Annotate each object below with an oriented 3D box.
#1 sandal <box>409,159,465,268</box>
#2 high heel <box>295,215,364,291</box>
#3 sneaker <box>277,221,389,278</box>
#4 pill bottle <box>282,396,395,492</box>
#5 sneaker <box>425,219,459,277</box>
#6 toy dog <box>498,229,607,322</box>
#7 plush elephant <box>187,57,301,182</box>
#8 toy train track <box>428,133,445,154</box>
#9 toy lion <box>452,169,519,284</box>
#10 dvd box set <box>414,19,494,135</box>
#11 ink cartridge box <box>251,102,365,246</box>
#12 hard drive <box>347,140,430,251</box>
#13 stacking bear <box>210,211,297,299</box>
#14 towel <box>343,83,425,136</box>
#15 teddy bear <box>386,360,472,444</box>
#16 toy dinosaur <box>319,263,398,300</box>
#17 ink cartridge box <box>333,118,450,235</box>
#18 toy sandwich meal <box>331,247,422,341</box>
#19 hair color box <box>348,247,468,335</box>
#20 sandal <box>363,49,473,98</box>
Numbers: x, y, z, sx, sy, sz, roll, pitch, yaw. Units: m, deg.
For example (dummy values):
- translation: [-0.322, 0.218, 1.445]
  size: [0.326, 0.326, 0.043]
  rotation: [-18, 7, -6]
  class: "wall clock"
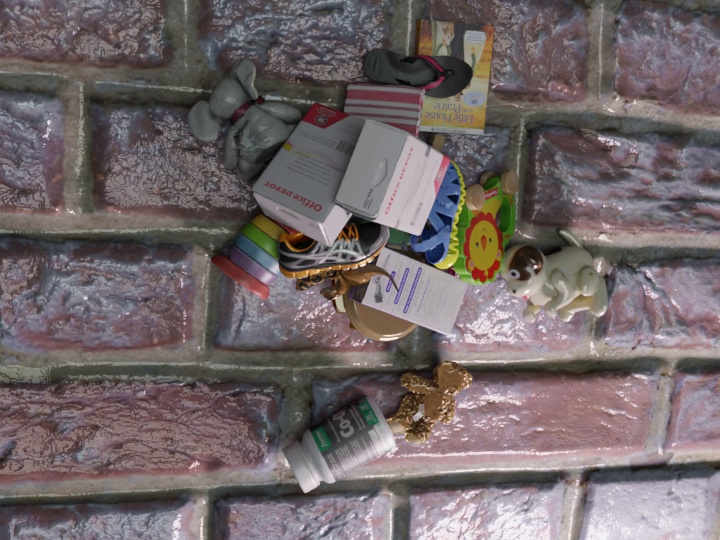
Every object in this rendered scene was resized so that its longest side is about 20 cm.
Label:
- translation: [0.132, -0.105, 1.439]
  size: [0.087, 0.079, 0.202]
  rotation: [4, 86, -42]
  class: "sandal"
- translation: [-0.090, -0.046, 1.459]
  size: [0.200, 0.071, 0.142]
  rotation: [-53, 149, 16]
  class: "high heel"
- translation: [-0.048, -0.047, 1.384]
  size: [0.199, 0.078, 0.078]
  rotation: [-18, 134, -4]
  class: "sneaker"
- translation: [-0.042, 0.338, 1.575]
  size: [0.199, 0.113, 0.114]
  rotation: [-28, 108, -8]
  class: "pill bottle"
- translation: [0.153, -0.050, 1.559]
  size: [0.095, 0.079, 0.200]
  rotation: [-41, 119, 13]
  class: "sneaker"
- translation: [0.366, 0.007, 1.592]
  size: [0.199, 0.139, 0.195]
  rotation: [9, 86, -26]
  class: "toy dog"
- translation: [-0.195, -0.259, 1.382]
  size: [0.164, 0.200, 0.155]
  rotation: [-34, 85, 11]
  class: "plush elephant"
- translation: [0.114, -0.162, 1.550]
  size: [0.114, 0.033, 0.201]
  rotation: [9, 106, -30]
  class: "toy train track"
- translation: [0.232, -0.076, 1.528]
  size: [0.200, 0.068, 0.193]
  rotation: [-25, 109, -45]
  class: "toy lion"
- translation: [0.168, -0.357, 1.518]
  size: [0.145, 0.029, 0.201]
  rotation: [2, 102, -14]
  class: "dvd box set"
- translation: [-0.062, -0.162, 1.352]
  size: [0.147, 0.086, 0.201]
  rotation: [26, 72, 22]
  class: "ink cartridge box"
- translation: [0.045, -0.146, 1.495]
  size: [0.139, 0.038, 0.201]
  rotation: [11, 100, 18]
  class: "hard drive"
- translation: [-0.157, -0.060, 1.461]
  size: [0.121, 0.114, 0.200]
  rotation: [36, 87, -20]
  class: "stacking bear"
- translation: [0.035, -0.229, 1.456]
  size: [0.145, 0.030, 0.201]
  rotation: [9, 96, 18]
  class: "towel"
- translation: [0.135, 0.260, 1.640]
  size: [0.144, 0.067, 0.201]
  rotation: [18, 104, -9]
  class: "teddy bear"
- translation: [0.000, 0.000, 1.436]
  size: [0.060, 0.200, 0.107]
  rotation: [-25, 93, -40]
  class: "toy dinosaur"
- translation: [0.055, -0.146, 1.324]
  size: [0.084, 0.200, 0.146]
  rotation: [24, 96, 23]
  class: "ink cartridge box"
- translation: [0.038, 0.040, 1.558]
  size: [0.204, 0.070, 0.207]
  rotation: [-3, 97, -25]
  class: "toy sandwich meal"
- translation: [0.090, 0.036, 1.508]
  size: [0.199, 0.065, 0.110]
  rotation: [22, 87, -27]
  class: "hair color box"
- translation: [0.103, -0.354, 1.466]
  size: [0.199, 0.045, 0.076]
  rotation: [8, 102, 0]
  class: "sandal"
